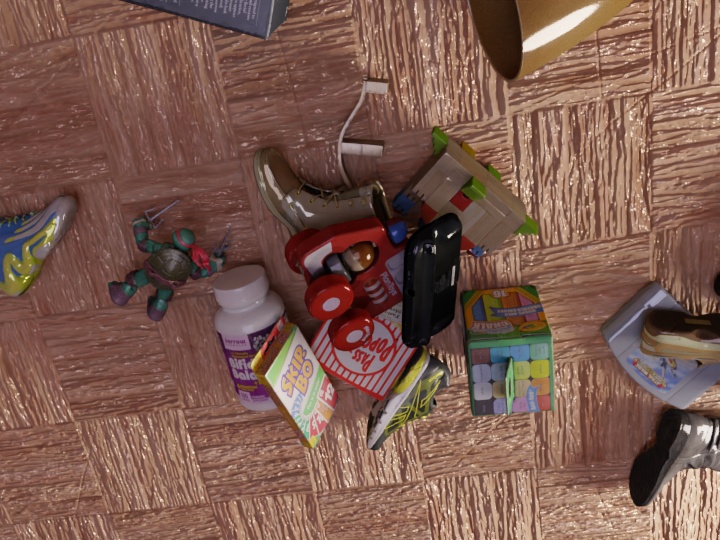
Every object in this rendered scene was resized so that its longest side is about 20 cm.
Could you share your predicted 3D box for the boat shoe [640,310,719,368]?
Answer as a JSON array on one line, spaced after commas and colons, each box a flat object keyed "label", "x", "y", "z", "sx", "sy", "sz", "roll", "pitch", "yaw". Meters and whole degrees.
[{"label": "boat shoe", "x": 0.512, "y": 0.109, "z": 1.107, "sx": 0.194, "sy": 0.072, "sz": 0.078, "roll": 9, "pitch": 127, "yaw": 9}]

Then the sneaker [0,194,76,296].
[{"label": "sneaker", "x": -0.507, "y": -0.054, "z": 1.117, "sx": 0.104, "sy": 0.076, "sz": 0.201, "roll": 37, "pitch": 112, "yaw": -12}]

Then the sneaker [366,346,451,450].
[{"label": "sneaker", "x": 0.075, "y": 0.220, "z": 1.207, "sx": 0.083, "sy": 0.075, "sz": 0.203, "roll": 27, "pitch": 113, "yaw": -10}]

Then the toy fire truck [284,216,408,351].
[{"label": "toy fire truck", "x": 0.000, "y": 0.000, "z": 1.024, "sx": 0.165, "sy": 0.113, "sz": 0.201, "roll": -30, "pitch": 140, "yaw": 1}]

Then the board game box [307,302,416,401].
[{"label": "board game box", "x": 0.020, "y": 0.085, "z": 1.165, "sx": 0.149, "sy": 0.047, "sz": 0.203, "roll": 27, "pitch": 113, "yaw": -8}]

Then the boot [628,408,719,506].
[{"label": "boot", "x": 0.535, "y": 0.318, "z": 1.233, "sx": 0.128, "sy": 0.071, "sz": 0.204, "roll": 10, "pitch": 123, "yaw": -12}]

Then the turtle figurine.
[{"label": "turtle figurine", "x": -0.287, "y": -0.015, "z": 1.114, "sx": 0.149, "sy": 0.101, "sz": 0.200, "roll": 37, "pitch": 117, "yaw": -13}]

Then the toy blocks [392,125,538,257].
[{"label": "toy blocks", "x": 0.135, "y": -0.084, "z": 1.068, "sx": 0.198, "sy": 0.101, "sz": 0.137, "roll": 37, "pitch": 123, "yaw": -12}]

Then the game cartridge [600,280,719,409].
[{"label": "game cartridge", "x": 0.474, "y": 0.123, "z": 1.164, "sx": 0.199, "sy": 0.042, "sz": 0.134, "roll": 38, "pitch": 107, "yaw": -13}]

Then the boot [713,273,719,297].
[{"label": "boot", "x": 0.635, "y": 0.012, "z": 1.083, "sx": 0.150, "sy": 0.074, "sz": 0.200, "roll": 40, "pitch": 114, "yaw": -13}]

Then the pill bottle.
[{"label": "pill bottle", "x": -0.160, "y": 0.101, "z": 1.147, "sx": 0.109, "sy": 0.113, "sz": 0.205, "roll": -10, "pitch": 114, "yaw": 8}]

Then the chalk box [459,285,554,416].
[{"label": "chalk box", "x": 0.213, "y": 0.125, "z": 1.087, "sx": 0.120, "sy": 0.201, "sz": 0.128, "roll": -5, "pitch": 115, "yaw": 5}]

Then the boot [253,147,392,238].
[{"label": "boot", "x": -0.048, "y": -0.102, "z": 1.049, "sx": 0.152, "sy": 0.073, "sz": 0.202, "roll": -15, "pitch": 120, "yaw": 31}]

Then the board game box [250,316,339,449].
[{"label": "board game box", "x": -0.095, "y": 0.170, "z": 1.132, "sx": 0.029, "sy": 0.097, "sz": 0.202, "roll": 4, "pitch": 137, "yaw": 35}]

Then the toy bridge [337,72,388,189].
[{"label": "toy bridge", "x": 0.001, "y": -0.175, "z": 1.060, "sx": 0.065, "sy": 0.027, "sz": 0.205, "roll": 5, "pitch": 115, "yaw": 2}]

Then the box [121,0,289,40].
[{"label": "box", "x": -0.186, "y": -0.371, "z": 0.917, "sx": 0.194, "sy": 0.149, "sz": 0.110, "roll": 14, "pitch": 115, "yaw": -4}]

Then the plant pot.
[{"label": "plant pot", "x": 0.244, "y": -0.351, "z": 0.898, "sx": 0.195, "sy": 0.187, "sz": 0.190, "roll": -20, "pitch": 113, "yaw": -2}]

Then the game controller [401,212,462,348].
[{"label": "game controller", "x": 0.100, "y": 0.017, "z": 1.048, "sx": 0.042, "sy": 0.104, "sz": 0.204, "roll": 28, "pitch": 136, "yaw": 30}]
